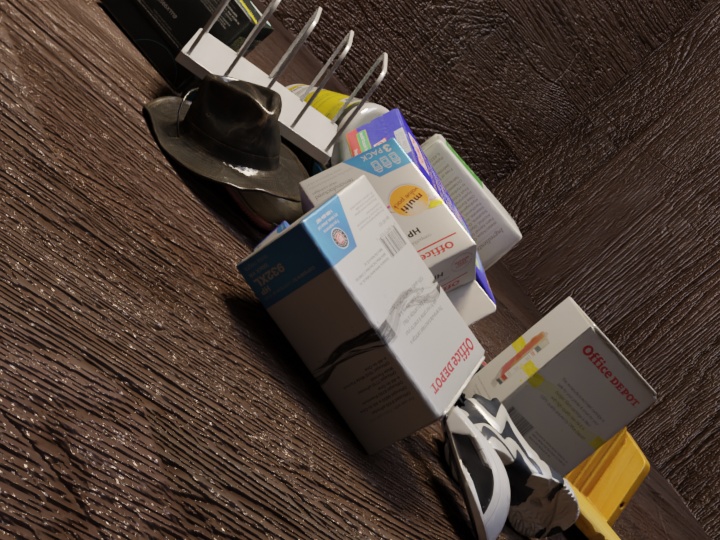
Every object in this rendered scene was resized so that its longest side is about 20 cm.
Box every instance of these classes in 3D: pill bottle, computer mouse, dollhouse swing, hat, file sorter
[{"bbox_3d":[-0.056,-0.177,1.645,0.200,0.113,0.112,21,-12,41],"label":"pill bottle"},{"bbox_3d":[0.106,0.168,1.202,0.110,0.044,0.200,79,-4,-53],"label":"computer mouse"},{"bbox_3d":[0.323,0.266,1.665,0.200,0.182,0.176,43,-10,-37],"label":"dollhouse swing"},{"bbox_3d":[-0.121,-0.153,1.307,0.200,0.081,0.201,25,21,-10],"label":"hat"},{"bbox_3d":[-0.083,-0.242,1.439,0.200,0.125,0.139,34,18,-10],"label":"file sorter"}]

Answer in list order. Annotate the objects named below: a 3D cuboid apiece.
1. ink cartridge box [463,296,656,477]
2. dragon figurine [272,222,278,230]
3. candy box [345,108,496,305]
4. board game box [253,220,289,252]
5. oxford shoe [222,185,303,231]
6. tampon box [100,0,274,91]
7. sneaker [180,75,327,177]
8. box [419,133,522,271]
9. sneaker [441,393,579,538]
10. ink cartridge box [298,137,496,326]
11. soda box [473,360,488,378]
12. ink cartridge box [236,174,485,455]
[{"bbox_3d":[0.222,0.152,1.491,0.145,0.200,0.083,45,10,-27],"label":"ink cartridge box"},{"bbox_3d":[0.000,0.000,1.373,0.200,0.099,0.059,49,8,-3],"label":"dragon figurine"},{"bbox_3d":[0.069,-0.060,1.461,0.200,0.077,0.169,58,11,-33],"label":"candy box"},{"bbox_3d":[-0.016,0.055,1.237,0.200,0.045,0.135,45,10,-23],"label":"board game box"},{"bbox_3d":[-0.084,-0.083,1.385,0.071,0.075,0.200,56,14,27],"label":"oxford shoe"},{"bbox_3d":[-0.213,-0.323,1.604,0.150,0.126,0.200,49,8,-4],"label":"tampon box"},{"bbox_3d":[-0.113,-0.167,1.486,0.200,0.073,0.082,39,33,-17],"label":"sneaker"},{"bbox_3d":[0.084,-0.055,1.693,0.171,0.200,0.199,50,7,-4],"label":"box"},{"bbox_3d":[0.153,0.195,1.358,0.199,0.079,0.130,32,26,-32],"label":"sneaker"},{"bbox_3d":[0.037,-0.024,1.258,0.200,0.115,0.068,55,-15,30],"label":"ink cartridge box"},{"bbox_3d":[0.094,0.106,1.510,0.200,0.063,0.071,39,14,-52],"label":"soda box"},{"bbox_3d":[0.006,0.036,1.108,0.200,0.084,0.145,55,28,-4],"label":"ink cartridge box"}]
